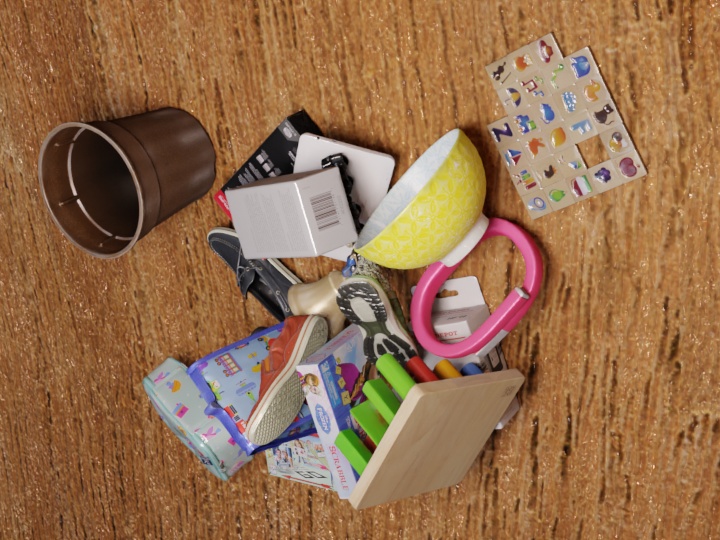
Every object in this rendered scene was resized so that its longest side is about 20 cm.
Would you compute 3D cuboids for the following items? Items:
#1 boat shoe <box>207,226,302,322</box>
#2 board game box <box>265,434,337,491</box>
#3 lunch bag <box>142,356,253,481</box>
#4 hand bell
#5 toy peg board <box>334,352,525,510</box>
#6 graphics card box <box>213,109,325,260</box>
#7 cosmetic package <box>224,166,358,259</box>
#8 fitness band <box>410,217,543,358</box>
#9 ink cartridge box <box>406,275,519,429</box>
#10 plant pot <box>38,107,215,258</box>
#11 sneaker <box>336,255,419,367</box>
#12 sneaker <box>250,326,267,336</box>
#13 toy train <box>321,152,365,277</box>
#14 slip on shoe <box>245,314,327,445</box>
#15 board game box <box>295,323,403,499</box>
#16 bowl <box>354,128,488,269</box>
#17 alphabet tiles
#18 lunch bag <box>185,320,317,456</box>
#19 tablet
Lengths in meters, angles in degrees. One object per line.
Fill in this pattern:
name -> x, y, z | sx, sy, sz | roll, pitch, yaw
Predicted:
boat shoe -> -0.159, 0.007, 1.642 | 0.200, 0.062, 0.075 | 39, 149, 13
board game box -> -0.067, 0.278, 1.732 | 0.200, 0.029, 0.135 | 6, 115, 32
lunch bag -> -0.262, 0.247, 1.774 | 0.200, 0.077, 0.161 | 43, 160, 27
hand bell -> 0.000, 0.000, 1.525 | 0.104, 0.104, 0.200 | 49, 117, 6
toy peg board -> 0.077, 0.189, 1.416 | 0.098, 0.199, 0.200 | 48, 125, 33
graphics card box -> -0.111, -0.120, 1.566 | 0.126, 0.051, 0.200 | 51, 130, 4
cosmetic package -> -0.094, -0.073, 1.447 | 0.200, 0.071, 0.102 | 0, 109, 57
fitness band -> 0.146, 0.025, 1.410 | 0.200, 0.037, 0.144 | -49, 52, 18
ink cartridge box -> 0.128, 0.117, 1.499 | 0.116, 0.067, 0.200 | -11, 104, 37
plant pot -> -0.329, -0.145, 1.609 | 0.200, 0.198, 0.201 | 15, 119, 29
sneaker -> 0.035, 0.055, 1.442 | 0.077, 0.089, 0.200 | -2, 138, 23
sneaker -> -0.189, 0.163, 1.735 | 0.080, 0.074, 0.200 | 35, 126, 19
toy train -> -0.018, -0.057, 1.452 | 0.046, 0.034, 0.201 | -12, 109, 9
slip on shoe -> -0.107, 0.144, 1.465 | 0.061, 0.200, 0.074 | 7, 147, 27
board game box -> 0.008, 0.181, 1.526 | 0.041, 0.199, 0.201 | -8, 107, 35
bowl -> 0.095, -0.068, 1.373 | 0.108, 0.200, 0.200 | 40, 130, -10
alphabet tiles -> 0.234, -0.178, 1.332 | 0.167, 0.008, 0.200 | -22, 97, 39
lunch bag -> -0.134, 0.167, 1.519 | 0.151, 0.200, 0.094 | 53, 129, 19
tablet -> -0.034, -0.093, 1.497 | 0.130, 0.014, 0.200 | 15, 133, 1
